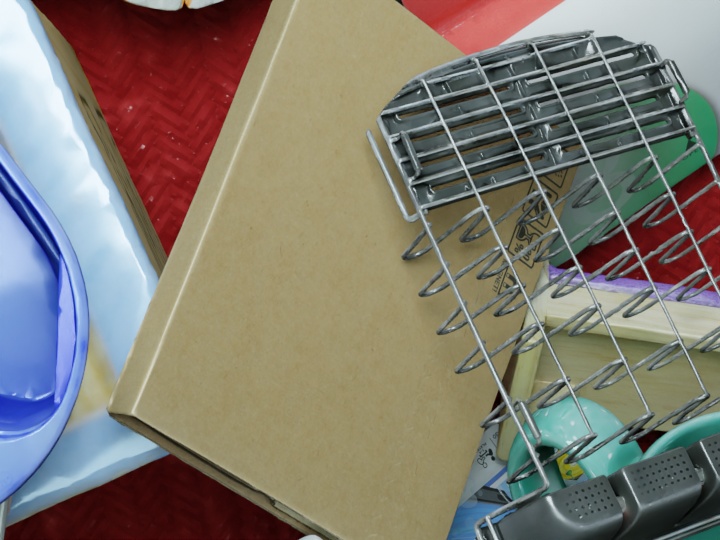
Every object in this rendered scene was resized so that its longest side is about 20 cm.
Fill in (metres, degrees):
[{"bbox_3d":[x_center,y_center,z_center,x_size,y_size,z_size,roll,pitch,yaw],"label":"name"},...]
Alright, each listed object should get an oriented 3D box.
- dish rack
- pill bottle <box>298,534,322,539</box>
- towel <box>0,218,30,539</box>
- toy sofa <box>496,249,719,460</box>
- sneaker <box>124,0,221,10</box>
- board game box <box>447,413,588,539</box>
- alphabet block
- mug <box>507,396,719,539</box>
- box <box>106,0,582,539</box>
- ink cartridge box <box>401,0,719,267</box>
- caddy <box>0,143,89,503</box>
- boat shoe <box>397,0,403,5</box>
[{"bbox_3d":[0.088,0.007,1.026,0.153,0.055,0.200,-16,75,-30],"label":"dish rack"},{"bbox_3d":[0.029,0.195,1.007,0.200,0.113,0.113,42,88,-8],"label":"pill bottle"},{"bbox_3d":[-0.220,0.066,0.970,0.191,0.032,0.201,6,88,-1],"label":"towel"},{"bbox_3d":[0.158,0.031,1.131,0.199,0.083,0.098,8,50,-1],"label":"toy sofa"},{"bbox_3d":[-0.124,-0.158,1.114,0.199,0.077,0.078,2,114,-14],"label":"sneaker"},{"bbox_3d":[0.051,0.155,1.123,0.200,0.034,0.135,-39,91,-33],"label":"board game box"},{"bbox_3d":[-0.177,0.012,1.087,0.195,0.200,0.197,-23,89,-1],"label":"alphabet block"},{"bbox_3d":[0.151,0.138,1.087,0.152,0.115,0.185,-8,56,-24],"label":"mug"},{"bbox_3d":[0.000,0.000,1.026,0.163,0.021,0.200,34,68,-35],"label":"box"},{"bbox_3d":[0.109,-0.108,1.105,0.161,0.200,0.050,-34,55,-1],"label":"ink cartridge box"},{"bbox_3d":[-0.179,-0.003,0.905,0.141,0.105,0.200,-37,89,-2],"label":"caddy"},{"bbox_3d":[0.001,-0.153,1.162,0.201,0.061,0.072,37,88,0],"label":"boat shoe"}]
